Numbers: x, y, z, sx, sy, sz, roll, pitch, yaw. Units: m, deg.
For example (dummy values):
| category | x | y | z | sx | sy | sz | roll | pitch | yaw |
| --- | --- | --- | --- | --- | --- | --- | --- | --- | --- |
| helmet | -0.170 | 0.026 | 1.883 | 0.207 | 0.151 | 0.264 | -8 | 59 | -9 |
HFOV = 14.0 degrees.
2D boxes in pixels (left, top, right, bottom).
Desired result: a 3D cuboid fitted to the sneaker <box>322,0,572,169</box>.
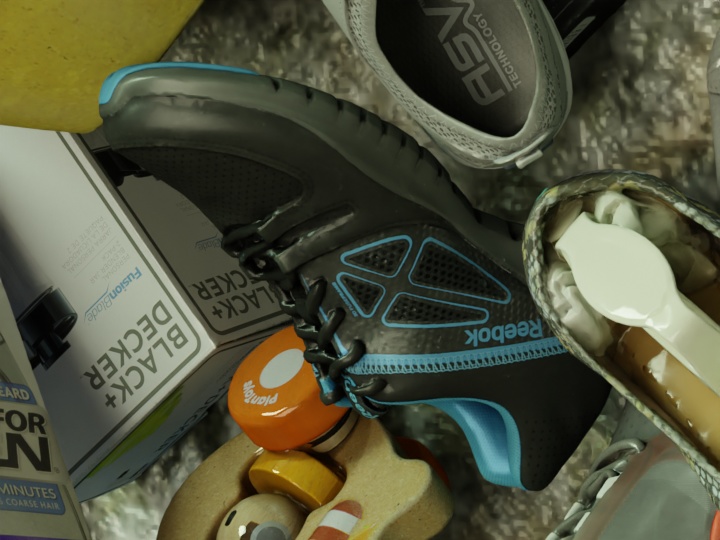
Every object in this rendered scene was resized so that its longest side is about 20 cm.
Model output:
| category | x | y | z | sx | sy | sz | roll | pitch | yaw |
| --- | --- | --- | --- | --- | --- | --- | --- | --- | --- |
| sneaker | 0.007 | -0.116 | 0.890 | 0.075 | 0.082 | 0.200 | -38 | 103 | 4 |

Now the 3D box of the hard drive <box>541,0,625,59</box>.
| category | x | y | z | sx | sy | sz | roll | pitch | yaw |
| --- | --- | --- | --- | --- | --- | --- | --- | --- | --- |
| hard drive | 0.025 | -0.166 | 0.970 | 0.200 | 0.038 | 0.140 | 51 | 121 | 13 |

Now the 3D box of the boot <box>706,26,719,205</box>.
| category | x | y | z | sx | sy | sz | roll | pitch | yaw |
| --- | --- | --- | --- | --- | --- | --- | --- | --- | --- |
| boot | 0.144 | -0.094 | 0.889 | 0.095 | 0.073 | 0.201 | -4 | 81 | 55 |

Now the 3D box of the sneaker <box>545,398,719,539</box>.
| category | x | y | z | sx | sy | sz | roll | pitch | yaw |
| --- | --- | --- | --- | --- | --- | --- | --- | --- | --- |
| sneaker | 0.079 | 0.093 | 0.906 | 0.081 | 0.201 | 0.077 | 10 | 147 | -2 |

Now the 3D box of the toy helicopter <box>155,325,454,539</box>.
| category | x | y | z | sx | sy | sz | roll | pitch | yaw |
| --- | --- | --- | --- | --- | --- | --- | --- | --- | --- |
| toy helicopter | -0.021 | 0.115 | 0.954 | 0.132 | 0.200 | 0.079 | -36 | 122 | 1 |

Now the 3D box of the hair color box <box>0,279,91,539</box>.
| category | x | y | z | sx | sy | sz | roll | pitch | yaw |
| --- | --- | --- | --- | --- | --- | --- | --- | --- | --- |
| hair color box | -0.169 | 0.037 | 0.987 | 0.065 | 0.109 | 0.201 | -42 | 58 | 31 |

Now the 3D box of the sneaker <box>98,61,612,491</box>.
| category | x | y | z | sx | sy | sz | roll | pitch | yaw |
| --- | --- | --- | --- | --- | --- | --- | --- | --- | --- |
| sneaker | 0.000 | 0.000 | 0.932 | 0.082 | 0.199 | 0.073 | -65 | 17 | -9 |

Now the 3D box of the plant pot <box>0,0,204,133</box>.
| category | x | y | z | sx | sy | sz | roll | pitch | yaw |
| --- | --- | --- | --- | --- | --- | --- | --- | --- | --- |
| plant pot | -0.116 | -0.128 | 0.964 | 0.142 | 0.200 | 0.200 | 36 | 121 | -12 |

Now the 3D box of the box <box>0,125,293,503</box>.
| category | x | y | z | sx | sy | sz | roll | pitch | yaw |
| --- | --- | --- | --- | --- | --- | --- | --- | --- | --- |
| box | -0.122 | -0.025 | 1.079 | 0.117 | 0.060 | 0.200 | -41 | 77 | 32 |

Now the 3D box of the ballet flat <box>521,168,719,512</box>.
| category | x | y | z | sx | sy | sz | roll | pitch | yaw |
| --- | --- | --- | --- | --- | --- | --- | --- | --- | --- |
| ballet flat | 0.116 | 0.037 | 0.855 | 0.200 | 0.072 | 0.072 | 43 | 120 | 31 |
